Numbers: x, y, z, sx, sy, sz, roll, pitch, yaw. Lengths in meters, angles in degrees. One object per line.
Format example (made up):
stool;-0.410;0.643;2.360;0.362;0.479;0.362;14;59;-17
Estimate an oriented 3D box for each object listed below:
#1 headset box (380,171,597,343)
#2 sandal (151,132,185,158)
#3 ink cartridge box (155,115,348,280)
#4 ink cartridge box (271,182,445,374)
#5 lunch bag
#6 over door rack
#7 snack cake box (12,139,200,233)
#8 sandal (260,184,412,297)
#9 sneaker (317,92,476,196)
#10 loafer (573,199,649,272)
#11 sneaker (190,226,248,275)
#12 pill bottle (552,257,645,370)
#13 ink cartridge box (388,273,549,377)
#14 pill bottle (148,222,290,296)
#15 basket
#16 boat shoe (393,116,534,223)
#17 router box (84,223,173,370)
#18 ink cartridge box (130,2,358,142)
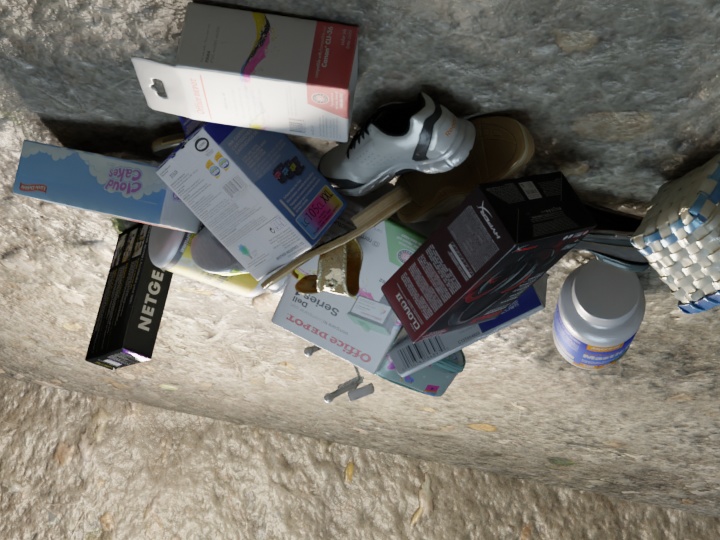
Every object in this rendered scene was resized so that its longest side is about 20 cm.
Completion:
headset box;0.127;-0.008;1.219;0.147;0.076;0.200;-12;153;-46
sandal;-0.145;-0.113;1.351;0.197;0.055;0.080;17;162;-20
ink cartridge box;-0.128;-0.100;1.240;0.200;0.077;0.136;46;146;-12
ink cartridge box;0.000;0.000;1.352;0.143;0.084;0.202;26;123;0
lunch bag;0.059;0.082;1.647;0.159;0.201;0.078;22;116;-29
over door rack;-0.044;0.097;1.538;0.066;0.150;0.200;-23;180;-4
snack cake box;-0.296;-0.099;1.392;0.197;0.068;0.115;12;178;15
sandal;-0.018;-0.007;1.249;0.211;0.070;0.078;-34;179;29
sneaker;0.023;-0.134;1.188;0.198;0.075;0.080;-15;140;43
loafer;0.245;-0.058;1.298;0.197;0.073;0.063;16;141;-9
sneaker;-0.108;-0.041;1.448;0.197;0.077;0.105;-15;177;4
pill bottle;0.309;0.053;1.513;0.110;0.114;0.200;8;163;8
ink cartridge box;0.139;0.050;1.453;0.198;0.041;0.200;-27;-175;14
pill bottle;-0.168;-0.031;1.524;0.198;0.114;0.112;19;161;-28
basket;0.389;-0.017;1.165;0.200;0.139;0.176;44;157;-5
boat shoe;0.116;-0.105;1.217;0.068;0.075;0.199;-3;166;-38
router box;-0.323;0.033;1.668;0.051;0.203;0.148;22;160;-28
ink cartridge box;-0.103;-0.185;1.082;0.197;0.069;0.117;8;162;1
